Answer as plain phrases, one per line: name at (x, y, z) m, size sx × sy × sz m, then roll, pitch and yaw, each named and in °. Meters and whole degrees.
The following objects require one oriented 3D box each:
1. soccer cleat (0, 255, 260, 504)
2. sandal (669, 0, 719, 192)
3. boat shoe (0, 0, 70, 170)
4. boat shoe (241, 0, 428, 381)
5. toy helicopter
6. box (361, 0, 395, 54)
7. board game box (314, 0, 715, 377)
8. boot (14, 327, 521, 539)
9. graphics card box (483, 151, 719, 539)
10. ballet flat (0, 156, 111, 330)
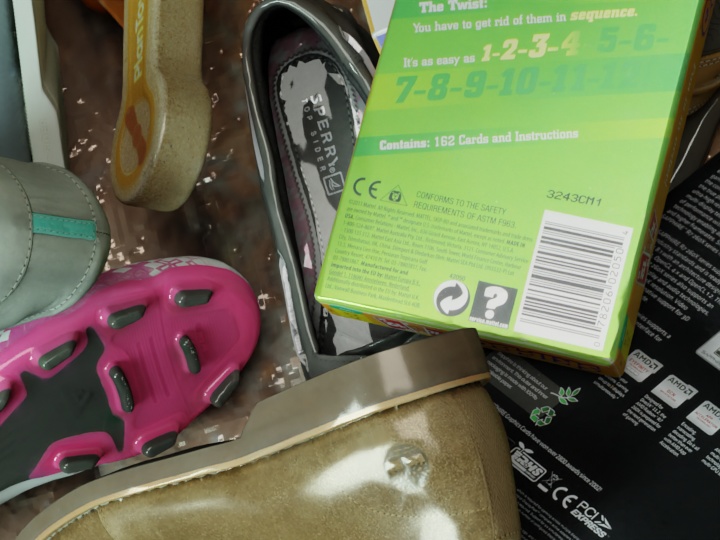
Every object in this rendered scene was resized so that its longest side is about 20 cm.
soccer cleat at (-0.132, 0.045, 0.855) m, size 0.200 × 0.070 × 0.086 m, roll -32°, pitch 37°, yaw -13°
sandal at (0.104, -0.077, 0.854) m, size 0.200 × 0.055 × 0.082 m, roll -43°, pitch 69°, yaw 2°
boat shoe at (-0.138, -0.099, 0.850) m, size 0.062 × 0.200 × 0.073 m, roll -8°, pitch 26°, yaw -3°
boat shoe at (0.000, 0.000, 0.843) m, size 0.067 × 0.057 × 0.200 m, roll -21°, pitch 73°, yaw 12°
toy helicopter at (-0.072, -0.108, 0.868) m, size 0.079 × 0.132 × 0.200 m, roll 14°, pitch 60°, yaw -26°
box at (0.049, -0.142, 0.864) m, size 0.119 × 0.041 × 0.200 m, roll -20°, pitch 49°, yaw 6°
board game box at (0.058, -0.074, 0.784) m, size 0.095 × 0.030 × 0.200 m, roll 12°, pitch 81°, yaw 15°
boot at (-0.034, 0.085, 0.757) m, size 0.200 × 0.074 × 0.076 m, roll -26°, pitch 81°, yaw 40°
graphics card box at (0.111, 0.041, 0.779) m, size 0.200 × 0.051 × 0.125 m, roll -38°, pitch 50°, yaw -19°
ballet flat at (-0.149, 0.003, 0.839) m, size 0.200 × 0.064 × 0.067 m, roll -10°, pitch 81°, yaw 53°
